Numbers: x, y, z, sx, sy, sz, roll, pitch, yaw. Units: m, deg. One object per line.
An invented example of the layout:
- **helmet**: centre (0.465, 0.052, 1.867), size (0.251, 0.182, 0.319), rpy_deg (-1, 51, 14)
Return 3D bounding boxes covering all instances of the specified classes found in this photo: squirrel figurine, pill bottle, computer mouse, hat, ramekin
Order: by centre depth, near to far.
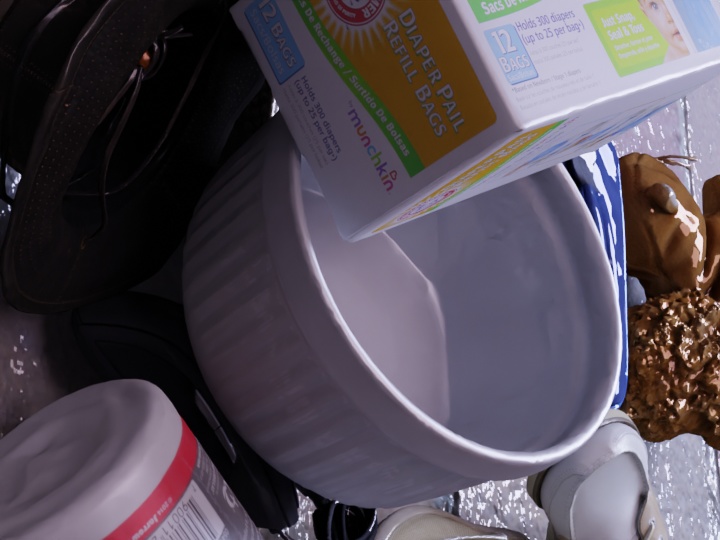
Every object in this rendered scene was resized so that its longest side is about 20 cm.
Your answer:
- **hat**: centre (-0.112, -0.075, 0.759), size (0.201, 0.080, 0.201), rpy_deg (-55, 165, -22)
- **pill bottle**: centre (-0.078, 0.154, 0.762), size (0.201, 0.110, 0.111), rpy_deg (59, 38, -23)
- **ramekin**: centre (0.013, 0.010, 0.816), size (0.199, 0.105, 0.202), rpy_deg (26, 49, -34)
- **computer mouse**: centre (-0.050, 0.070, 0.859), size (0.200, 0.046, 0.140), rpy_deg (50, 11, -7)
- **squirrel figurine**: centre (0.221, 0.018, 1.218), size (0.186, 0.141, 0.201), rpy_deg (39, 46, -33)

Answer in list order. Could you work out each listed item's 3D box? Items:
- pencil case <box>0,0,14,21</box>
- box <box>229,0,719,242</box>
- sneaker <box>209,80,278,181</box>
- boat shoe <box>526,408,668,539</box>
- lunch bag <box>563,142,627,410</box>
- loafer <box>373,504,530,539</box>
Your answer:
- **pencil case**: centre (-0.128, -0.175, 0.833), size (0.090, 0.077, 0.200), rpy_deg (54, 39, -12)
- **box**: centre (0.059, -0.101, 0.772), size (0.199, 0.101, 0.113), rpy_deg (-23, 83, -50)
- **sneaker**: centre (-0.050, -0.077, 0.935), size (0.075, 0.070, 0.202), rpy_deg (32, 58, -69)
- **boat shoe**: centre (0.143, 0.145, 1.040), size (0.069, 0.074, 0.200), rpy_deg (56, -6, 29)
- **lunch bag**: centre (0.078, -0.001, 1.018), size (0.135, 0.131, 0.202), rpy_deg (23, 60, -49)
- **loafer**: centre (0.062, 0.170, 0.970), size (0.199, 0.068, 0.076), rpy_deg (8, 99, -56)
